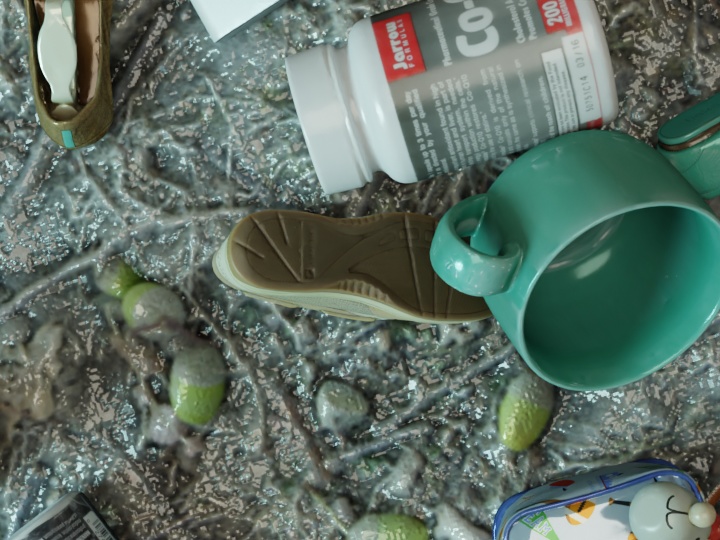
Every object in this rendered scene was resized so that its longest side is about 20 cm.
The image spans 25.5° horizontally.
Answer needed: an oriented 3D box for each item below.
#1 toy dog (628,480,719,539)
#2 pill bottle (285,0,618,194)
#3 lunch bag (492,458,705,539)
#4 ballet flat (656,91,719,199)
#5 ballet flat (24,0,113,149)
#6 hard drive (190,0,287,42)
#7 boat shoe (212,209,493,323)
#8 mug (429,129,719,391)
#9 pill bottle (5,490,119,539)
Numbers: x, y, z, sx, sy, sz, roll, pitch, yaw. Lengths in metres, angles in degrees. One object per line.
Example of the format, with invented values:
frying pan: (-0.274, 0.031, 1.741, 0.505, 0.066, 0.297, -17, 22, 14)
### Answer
toy dog: (0.270, 0.171, 1.020, 0.200, 0.096, 0.132, -11, 86, -43)
pill bottle: (0.059, -0.124, 1.046, 0.199, 0.114, 0.114, -17, 91, 4)
lunch bag: (0.182, 0.234, 1.077, 0.160, 0.076, 0.201, -15, 91, -4)
ballet flat: (0.295, -0.115, 1.086, 0.200, 0.067, 0.070, -34, 115, 0)
ballet flat: (-0.200, -0.182, 1.064, 0.068, 0.072, 0.201, -1, 90, 0)
hard drive: (-0.094, -0.271, 1.059, 0.132, 0.027, 0.200, -28, 94, 27)
boat shoe: (0.000, 0.000, 1.076, 0.199, 0.065, 0.072, 6, 77, -19)
mug: (0.139, -0.023, 1.025, 0.152, 0.114, 0.185, -40, 132, 10)
pill bottle: (-0.169, 0.254, 1.054, 0.106, 0.106, 0.200, -37, 91, 0)
